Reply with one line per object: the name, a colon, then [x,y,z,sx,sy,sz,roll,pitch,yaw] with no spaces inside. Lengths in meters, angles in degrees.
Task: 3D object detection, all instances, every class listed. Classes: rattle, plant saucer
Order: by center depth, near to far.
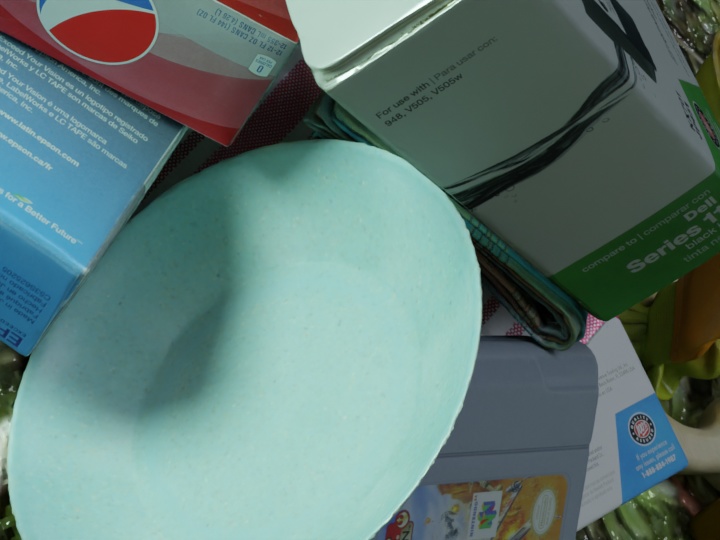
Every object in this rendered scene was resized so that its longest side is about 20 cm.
plant saucer: [-0.039,0.044,0.667,0.039,0.201,0.201,48,36,-47]
rattle: [0.223,0.064,0.949,0.200,0.143,0.130,49,44,-12]

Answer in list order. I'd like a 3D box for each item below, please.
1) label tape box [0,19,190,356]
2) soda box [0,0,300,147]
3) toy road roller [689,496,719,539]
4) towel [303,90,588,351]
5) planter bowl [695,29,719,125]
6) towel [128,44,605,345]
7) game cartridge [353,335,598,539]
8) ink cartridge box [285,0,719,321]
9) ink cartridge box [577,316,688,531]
label tape box: [-0.136,-0.083,0.709,0.143,0.066,0.200,34,43,-7]
soda box: [-0.116,-0.129,0.665,0.200,0.063,0.070,27,44,-13]
toy road roller: [0.259,0.176,0.939,0.200,0.123,0.146,12,48,-40]
towel: [0.052,-0.062,0.788,0.147,0.022,0.200,41,29,-12]
planter bowl: [0.234,-0.036,1.051,0.200,0.083,0.201,37,33,-30]
towel: [0.000,0.000,0.773,0.200,0.030,0.146,41,69,-3]
game cartridge: [0.030,0.126,0.719,0.133,0.041,0.200,0,100,-47]
ink cartridge box: [0.054,-0.092,0.678,0.200,0.083,0.147,35,29,-47]
ink cartridge box: [0.059,0.029,0.854,0.115,0.068,0.200,-19,82,-45]
